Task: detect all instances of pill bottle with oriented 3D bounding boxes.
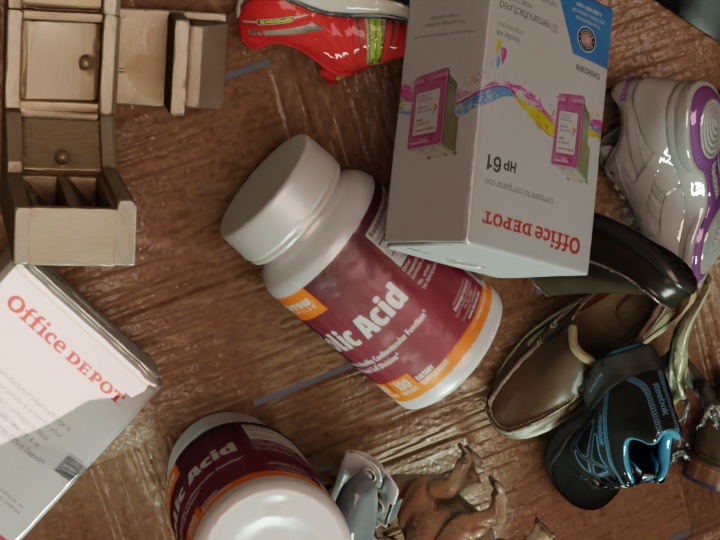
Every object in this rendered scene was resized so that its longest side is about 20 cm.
[{"bbox_3d":[-0.082,0.177,1.155,0.113,0.200,0.116,-3,102,-14],"label":"pill bottle"},{"bbox_3d":[0.000,0.000,1.177,0.200,0.114,0.114,41,89,-18],"label":"pill bottle"}]

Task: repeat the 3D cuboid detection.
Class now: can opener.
[{"bbox_3d":[-0.020,0.223,1.210,0.067,0.053,0.202,-29,145,-47],"label":"can opener"}]

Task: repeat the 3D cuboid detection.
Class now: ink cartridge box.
[{"bbox_3d":[-0.264,0.099,1.152,0.200,0.085,0.146,-46,109,0],"label":"ink cartridge box"},{"bbox_3d":[0.100,-0.102,1.121,0.144,0.084,0.203,12,83,-45],"label":"ink cartridge box"}]

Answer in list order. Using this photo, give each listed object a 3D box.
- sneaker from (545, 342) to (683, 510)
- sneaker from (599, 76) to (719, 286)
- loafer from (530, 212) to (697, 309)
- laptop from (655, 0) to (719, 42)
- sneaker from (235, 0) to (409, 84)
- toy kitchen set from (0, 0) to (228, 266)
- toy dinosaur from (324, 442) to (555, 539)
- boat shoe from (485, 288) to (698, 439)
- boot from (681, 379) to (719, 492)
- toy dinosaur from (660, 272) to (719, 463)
[{"bbox_3d":[0.198,0.144,1.239,0.072,0.082,0.201,-13,146,-14],"label":"sneaker"},{"bbox_3d":[0.243,-0.069,1.267,0.075,0.099,0.202,-40,134,-40],"label":"sneaker"},{"bbox_3d":[0.165,-0.009,1.196,0.073,0.199,0.072,22,94,-49],"label":"loafer"},{"bbox_3d":[0.282,-0.317,1.250,0.176,0.103,0.202,27,68,-19],"label":"laptop"},{"bbox_3d":[0.001,-0.178,1.183,0.198,0.077,0.086,12,118,-16],"label":"sneaker"},{"bbox_3d":[-0.159,-0.123,1.082,0.161,0.180,0.203,0,106,-16],"label":"toy kitchen set"},{"bbox_3d":[0.062,0.211,1.230,0.136,0.200,0.086,-47,138,0],"label":"toy dinosaur"},{"bbox_3d":[0.171,0.057,1.238,0.202,0.075,0.075,-44,74,14],"label":"boat shoe"},{"bbox_3d":[0.377,0.147,1.338,0.198,0.075,0.098,10,102,-15],"label":"boot"},{"bbox_3d":[0.253,0.094,1.239,0.047,0.201,0.089,-6,58,-7],"label":"toy dinosaur"}]
